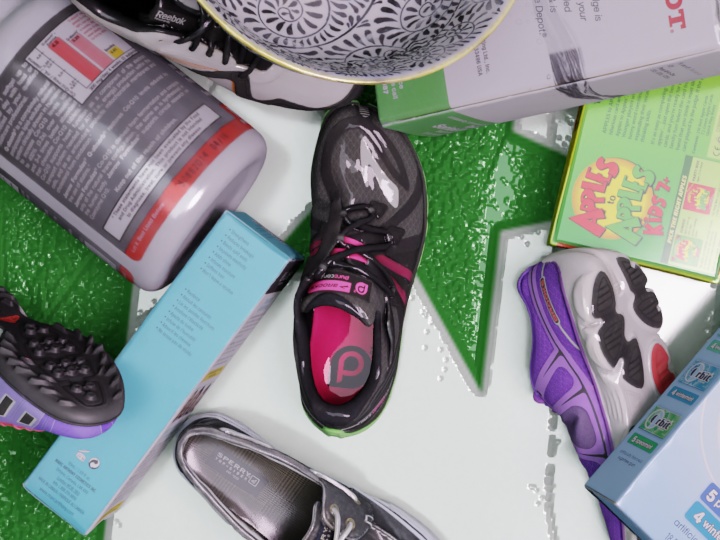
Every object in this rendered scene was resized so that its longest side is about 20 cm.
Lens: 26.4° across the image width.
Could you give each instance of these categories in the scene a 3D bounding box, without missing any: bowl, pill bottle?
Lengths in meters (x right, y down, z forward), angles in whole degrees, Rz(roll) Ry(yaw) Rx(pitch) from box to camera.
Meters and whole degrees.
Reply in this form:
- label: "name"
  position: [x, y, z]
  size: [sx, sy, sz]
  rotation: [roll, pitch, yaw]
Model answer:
- label: "bowl"
  position: [-0.019, -0.177, 0.801]
  size: [0.200, 0.094, 0.202]
  rotation: [4, 75, -16]
- label: "pill bottle"
  position: [-0.163, -0.090, 0.898]
  size: [0.200, 0.116, 0.116]
  rotation: [38, 93, 3]

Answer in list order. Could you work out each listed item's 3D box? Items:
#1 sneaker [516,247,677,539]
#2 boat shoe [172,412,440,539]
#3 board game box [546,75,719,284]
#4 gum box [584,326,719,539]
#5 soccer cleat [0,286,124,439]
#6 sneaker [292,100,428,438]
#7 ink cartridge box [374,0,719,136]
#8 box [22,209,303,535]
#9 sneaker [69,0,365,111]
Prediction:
- label: "sneaker"
  position: [0.146, 0.081, 0.909]
  size: [0.080, 0.083, 0.201]
  rotation: [-24, 103, -39]
- label: "boat shoe"
  position: [-0.030, 0.156, 0.913]
  size: [0.199, 0.071, 0.072]
  rotation: [30, 92, 3]
- label: "board game box"
  position: [0.182, -0.101, 0.907]
  size: [0.101, 0.048, 0.201]
  rotation: [13, 91, 5]
- label: "gum box"
  position: [0.252, 0.103, 0.865]
  size: [0.170, 0.045, 0.200]
  rotation: [44, 83, -17]
- label: "soccer cleat"
  position: [-0.203, 0.063, 0.892]
  size: [0.200, 0.068, 0.074]
  rotation: [26, 112, 41]
- label: "sneaker"
  position: [0.000, 0.000, 0.903]
  size: [0.076, 0.084, 0.201]
  rotation: [2, 91, 4]
- label: "ink cartridge box"
  position: [0.106, -0.165, 0.857]
  size: [0.199, 0.084, 0.147]
  rotation: [-9, 84, 26]
- label: "box"
  position: [-0.114, 0.058, 0.913]
  size: [0.049, 0.082, 0.200]
  rotation: [37, 93, 2]
- label: "sneaker"
  position: [-0.086, -0.136, 0.855]
  size: [0.199, 0.080, 0.074]
  rotation: [21, 109, -17]
